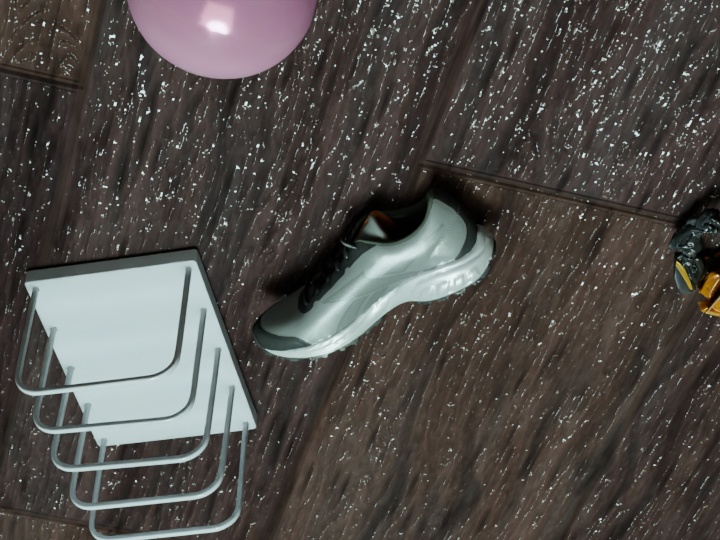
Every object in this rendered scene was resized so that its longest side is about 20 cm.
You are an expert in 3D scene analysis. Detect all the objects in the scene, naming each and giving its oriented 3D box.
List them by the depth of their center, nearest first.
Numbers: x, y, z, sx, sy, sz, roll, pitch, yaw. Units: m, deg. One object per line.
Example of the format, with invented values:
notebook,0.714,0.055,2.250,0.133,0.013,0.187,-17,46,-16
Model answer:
dog chew toy,-0.072,-0.219,1.203,0.123,0.125,0.201,14,126,-12
robot figurine,0.310,-0.028,1.419,0.144,0.059,0.201,13,134,-10
sneaker,0.000,0.000,1.459,0.199,0.074,0.079,-28,119,19
file sorter,-0.174,0.105,1.525,0.137,0.125,0.201,-7,135,9
